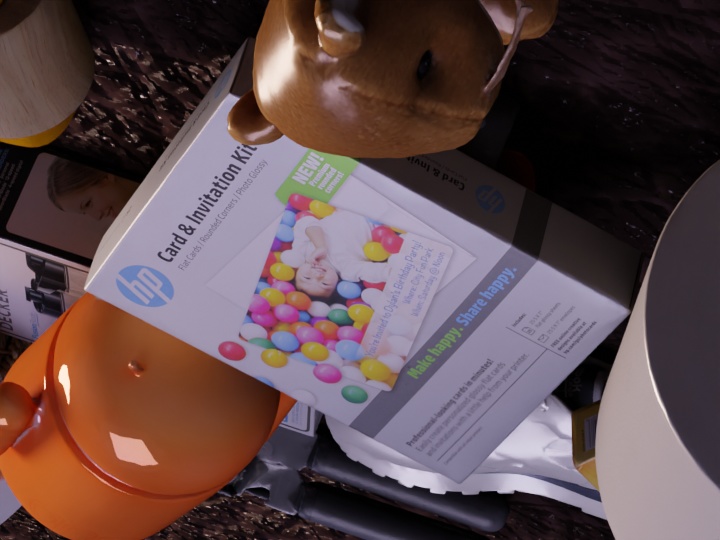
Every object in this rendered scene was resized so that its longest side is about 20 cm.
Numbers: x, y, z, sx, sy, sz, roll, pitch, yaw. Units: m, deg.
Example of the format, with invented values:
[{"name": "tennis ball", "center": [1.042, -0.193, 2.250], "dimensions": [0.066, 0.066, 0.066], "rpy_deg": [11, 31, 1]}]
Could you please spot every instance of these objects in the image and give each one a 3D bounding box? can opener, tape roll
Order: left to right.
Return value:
[{"name": "can opener", "center": [-0.012, 0.120, 1.661], "dimensions": [0.199, 0.053, 0.067], "rpy_deg": [18, -174, 6]}, {"name": "tape roll", "center": [0.204, 0.055, 1.182], "dimensions": [0.202, 0.203, 0.139], "rpy_deg": [19, 155, 5]}]

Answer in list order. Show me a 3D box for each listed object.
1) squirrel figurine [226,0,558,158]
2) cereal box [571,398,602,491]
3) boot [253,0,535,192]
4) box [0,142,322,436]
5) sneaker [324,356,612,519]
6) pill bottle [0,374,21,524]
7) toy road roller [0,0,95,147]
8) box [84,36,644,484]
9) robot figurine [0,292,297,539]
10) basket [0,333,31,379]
[{"name": "squirrel figurine", "center": [-0.010, -0.136, 0.992], "dimensions": [0.200, 0.187, 0.141], "rpy_deg": [30, 153, -16]}, {"name": "cereal box", "center": [0.214, 0.109, 1.408], "dimensions": [0.144, 0.040, 0.200], "rpy_deg": [-24, 133, 25]}, {"name": "boot", "center": [-0.001, -0.037, 1.314], "dimensions": [0.144, 0.073, 0.200], "rpy_deg": [22, 151, -5]}, {"name": "box", "center": [-0.106, 0.008, 1.485], "dimensions": [0.199, 0.060, 0.117], "rpy_deg": [19, 153, 6]}, {"name": "sneaker", "center": [0.078, 0.070, 1.465], "dimensions": [0.199, 0.077, 0.081], "rpy_deg": [7, 144, 12]}, {"name": "pill bottle", "center": [-0.259, 0.053, 1.528], "dimensions": [0.200, 0.111, 0.111], "rpy_deg": [53, 159, 15]}, {"name": "toy road roller", "center": [-0.235, -0.089, 1.297], "dimensions": [0.199, 0.146, 0.123], "rpy_deg": [12, 153, 18]}, {"name": "box", "center": [0.000, 0.000, 1.266], "dimensions": [0.200, 0.041, 0.156], "rpy_deg": [29, 136, -12]}, {"name": "robot figurine", "center": [-0.108, 0.065, 1.400], "dimensions": [0.144, 0.117, 0.200], "rpy_deg": [31, 152, -12]}, {"name": "basket", "center": [-0.284, 0.103, 1.643], "dimensions": [0.149, 0.200, 0.143], "rpy_deg": [18, 155, 1]}]
